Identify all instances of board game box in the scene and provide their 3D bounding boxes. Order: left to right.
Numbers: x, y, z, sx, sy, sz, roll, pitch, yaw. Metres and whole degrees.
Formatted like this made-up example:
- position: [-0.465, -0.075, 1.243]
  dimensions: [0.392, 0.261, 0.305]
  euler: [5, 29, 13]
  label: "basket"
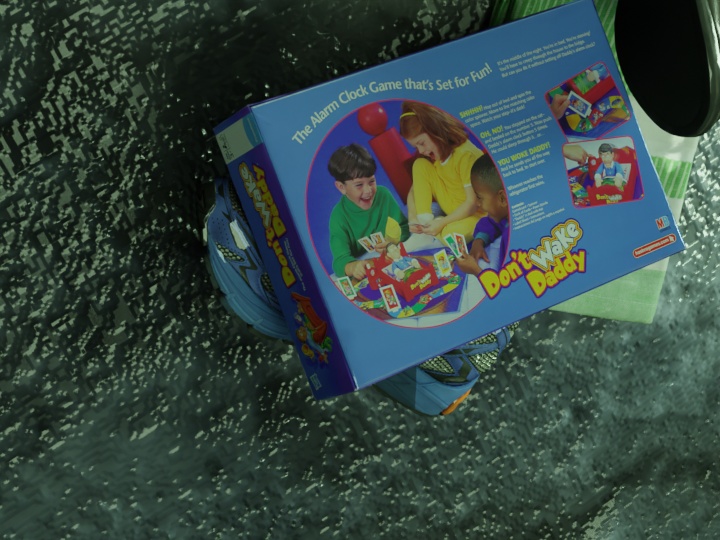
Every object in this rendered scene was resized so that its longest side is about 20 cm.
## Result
- position: [0.046, -0.038, 0.813]
  dimensions: [0.199, 0.045, 0.135]
  euler: [-21, 90, -28]
  label: "board game box"

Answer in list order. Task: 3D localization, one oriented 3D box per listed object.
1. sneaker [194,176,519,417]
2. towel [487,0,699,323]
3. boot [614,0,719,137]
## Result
- position: [0.000, 0.000, 0.849]
  dimensions: [0.200, 0.076, 0.078]
  euler: [28, 126, -37]
  label: "sneaker"
- position: [0.122, -0.074, 0.922]
  dimensions: [0.152, 0.023, 0.201]
  euler: [7, 103, -27]
  label: "towel"
- position: [0.214, -0.152, 0.870]
  dimensions: [0.173, 0.069, 0.201]
  euler: [6, 64, -23]
  label: "boot"
